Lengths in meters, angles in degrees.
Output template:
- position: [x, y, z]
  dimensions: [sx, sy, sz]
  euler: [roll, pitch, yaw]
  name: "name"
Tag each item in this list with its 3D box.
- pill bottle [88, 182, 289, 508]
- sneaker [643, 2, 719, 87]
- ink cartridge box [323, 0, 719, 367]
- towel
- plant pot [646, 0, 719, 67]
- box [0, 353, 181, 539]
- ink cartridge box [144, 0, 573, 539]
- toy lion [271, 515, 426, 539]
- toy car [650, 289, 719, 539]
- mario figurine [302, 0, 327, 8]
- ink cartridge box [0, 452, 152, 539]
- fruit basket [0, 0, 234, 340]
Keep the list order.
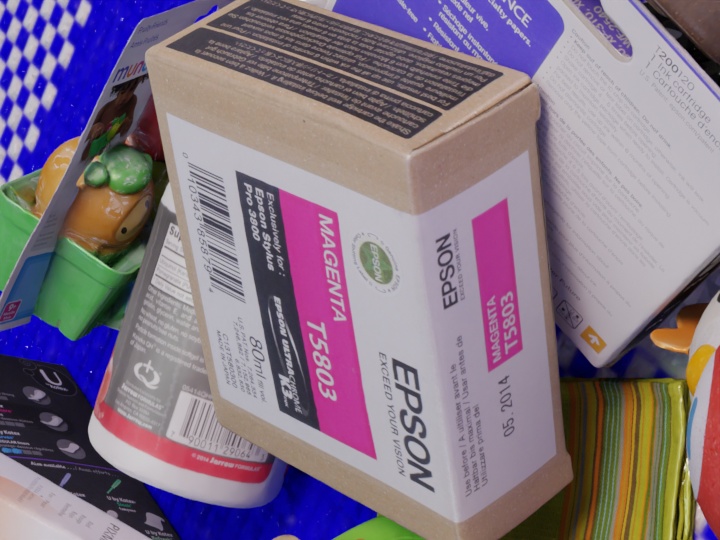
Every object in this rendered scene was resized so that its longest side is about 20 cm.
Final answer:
- position: [-0.063, 0.012, 0.997]
  dimensions: [0.110, 0.110, 0.202]
  euler: [29, 103, 49]
  name: "pill bottle"
- position: [0.150, -0.073, 0.788]
  dimensions: [0.199, 0.083, 0.077]
  euler: [26, 100, 49]
  name: "sneaker"
- position: [0.075, -0.076, 0.752]
  dimensions: [0.198, 0.043, 0.200]
  euler: [49, 156, 9]
  name: "ink cartridge box"
- position: [0.076, 0.092, 0.887]
  dimensions: [0.199, 0.018, 0.087]
  euler: [-4, 78, 49]
  name: "towel"
- position: [0.161, -0.183, 0.679]
  dimensions: [0.198, 0.200, 0.201]
  euler: [-45, 49, 14]
  name: "plant pot"
- position: [-0.205, 0.152, 1.133]
  dimensions: [0.200, 0.105, 0.123]
  euler: [48, 115, 44]
  name: "box"
- position: [0.000, 0.000, 0.806]
  dimensions: [0.164, 0.075, 0.202]
  euler: [24, 134, 42]
  name: "ink cartridge box"
- position: [0.023, 0.183, 0.793]
  dimensions: [0.191, 0.069, 0.201]
  euler: [-30, 36, 33]
  name: "toy lion"
- position: [0.165, 0.045, 0.693]
  dimensions: [0.200, 0.175, 0.186]
  euler: [25, 112, 62]
  name: "toy car"
- position: [-0.014, -0.197, 1.026]
  dimensions: [0.200, 0.105, 0.125]
  euler: [40, 133, 47]
  name: "mario figurine"
- position: [-0.151, 0.212, 1.004]
  dimensions: [0.199, 0.050, 0.163]
  euler: [30, 109, 3]
  name: "ink cartridge box"
- position: [-0.115, -0.062, 1.044]
  dimensions: [0.094, 0.185, 0.201]
  euler: [39, 114, 7]
  name: "fruit basket"
